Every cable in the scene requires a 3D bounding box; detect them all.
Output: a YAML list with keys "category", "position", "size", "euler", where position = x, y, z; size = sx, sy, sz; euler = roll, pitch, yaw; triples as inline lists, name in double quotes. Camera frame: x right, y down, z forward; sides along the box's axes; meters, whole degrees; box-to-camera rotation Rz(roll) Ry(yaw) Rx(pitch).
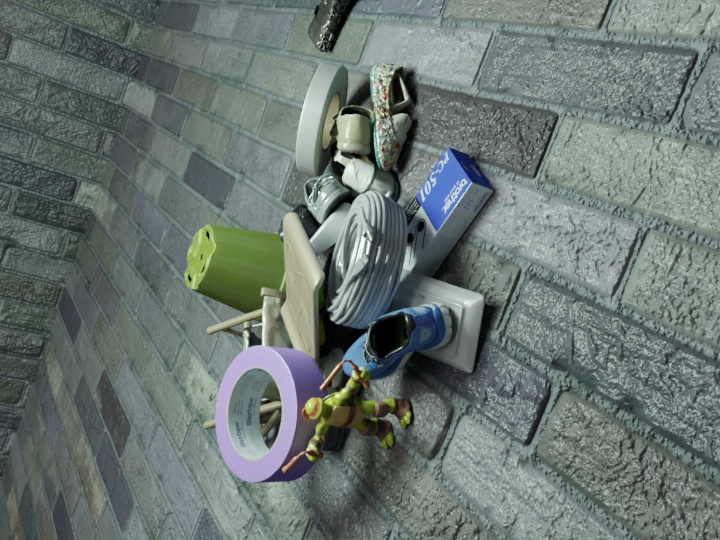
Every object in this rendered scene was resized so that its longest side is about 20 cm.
- category: "cable"
  position: [0.006, -0.016, 1.249]
  size: [0.200, 0.069, 0.200]
  euler: [-90, 19, -47]

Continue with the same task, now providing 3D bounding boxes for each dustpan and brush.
- category: "dustpan and brush"
  position: [-0.020, -0.078, 1.411]
  size: [0.200, 0.057, 0.140]
  euler: [-49, 0, 40]

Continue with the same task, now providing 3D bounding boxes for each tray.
- category: "tray"
  position: [0.087, 0.063, 1.190]
  size: [0.200, 0.022, 0.108]
  euler: [19, 103, 50]

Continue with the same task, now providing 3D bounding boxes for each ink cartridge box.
- category: "ink cartridge box"
  position: [0.105, -0.069, 1.252]
  size: [0.200, 0.044, 0.094]
  euler: [-56, 36, 27]

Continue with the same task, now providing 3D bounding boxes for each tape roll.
- category: "tape roll"
  position: [-0.067, -0.269, 1.532]
  size: [0.203, 0.037, 0.204]
  euler: [15, -90, -83]
- category: "tape roll"
  position: [-0.135, 0.215, 1.297]
  size: [0.200, 0.065, 0.201]
  euler: [-13, 72, 45]

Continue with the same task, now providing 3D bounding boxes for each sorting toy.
- category: "sorting toy"
  position: [-0.086, 0.038, 1.344]
  size: [0.185, 0.036, 0.201]
  euler: [-117, 26, -48]

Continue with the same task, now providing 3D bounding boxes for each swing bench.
- category: "swing bench"
  position: [-0.170, 0.169, 1.514]
  size: [0.200, 0.129, 0.200]
  euler: [-32, 48, 41]

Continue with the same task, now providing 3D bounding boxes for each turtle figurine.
- category: "turtle figurine"
  position: [-0.020, 0.207, 1.208]
  size: [0.201, 0.161, 0.064]
  euler: [-62, 32, 18]

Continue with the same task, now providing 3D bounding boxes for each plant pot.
- category: "plant pot"
  position: [-0.218, -0.004, 1.611]
  size: [0.200, 0.189, 0.201]
  euler: [-34, 47, 47]

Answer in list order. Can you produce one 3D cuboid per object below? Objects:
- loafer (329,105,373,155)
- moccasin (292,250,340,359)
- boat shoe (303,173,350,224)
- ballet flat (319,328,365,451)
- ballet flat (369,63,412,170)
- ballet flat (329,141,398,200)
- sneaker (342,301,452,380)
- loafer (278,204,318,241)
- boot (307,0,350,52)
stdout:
- category: "loafer"
  position: [-0.008, -0.245, 1.461]
  size: [0.200, 0.075, 0.069]
  euler: [-111, 33, -69]
- category: "moccasin"
  position: [-0.063, 0.054, 1.442]
  size: [0.080, 0.068, 0.201]
  euler: [-15, 60, 58]
- category: "boat shoe"
  position: [-0.066, -0.129, 1.475]
  size: [0.074, 0.065, 0.202]
  euler: [-49, 8, 4]
- category: "ballet flat"
  position: [-0.042, 0.183, 1.349]
  size: [0.073, 0.073, 0.201]
  euler: [12, 86, 60]
- category: "ballet flat"
  position: [0.052, -0.261, 1.419]
  size: [0.064, 0.076, 0.201]
  euler: [-12, 66, 19]
- category: "ballet flat"
  position: [-0.005, -0.167, 1.458]
  size: [0.068, 0.068, 0.200]
  euler: [-62, 32, 16]
- category: "sneaker"
  position: [0.030, 0.095, 1.172]
  size: [0.200, 0.089, 0.079]
  euler: [-38, 59, 44]
- category: "loafer"
  position: [-0.113, -0.076, 1.525]
  size: [0.070, 0.068, 0.201]
  euler: [-29, 4, 1]
- category: "boot"
  position: [-0.044, -0.516, 1.713]
  size: [0.175, 0.069, 0.200]
  euler: [-66, 27, 22]
